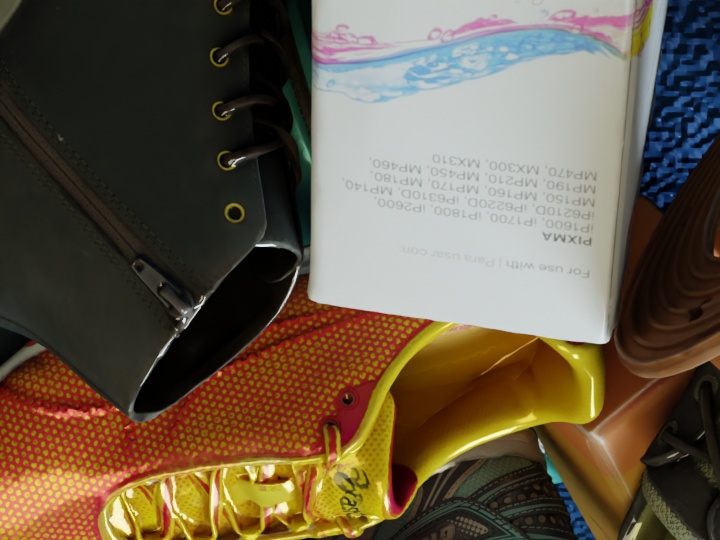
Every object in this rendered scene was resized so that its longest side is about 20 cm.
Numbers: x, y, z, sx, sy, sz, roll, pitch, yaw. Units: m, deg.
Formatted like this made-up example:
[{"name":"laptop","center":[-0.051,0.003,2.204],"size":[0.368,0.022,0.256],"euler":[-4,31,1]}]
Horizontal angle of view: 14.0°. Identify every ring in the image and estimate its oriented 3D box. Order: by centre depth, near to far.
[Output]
[{"name":"ring","center":[0.135,-0.049,0.727],"size":[0.019,0.201,0.200],"euler":[40,128,-8]}]

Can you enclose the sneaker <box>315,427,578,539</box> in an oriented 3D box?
[{"name":"sneaker","center":[0.003,0.134,0.872],"size":[0.077,0.086,0.200],"euler":[6,124,-33]}]

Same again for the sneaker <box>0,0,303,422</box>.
[{"name":"sneaker","center":[-0.034,-0.062,0.767],"size":[0.106,0.200,0.075],"euler":[35,-179,21]}]

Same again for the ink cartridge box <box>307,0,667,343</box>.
[{"name":"ink cartridge box","center":[0.039,-0.103,0.733],"size":[0.085,0.148,0.200],"euler":[9,132,6]}]

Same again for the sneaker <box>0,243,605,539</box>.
[{"name":"sneaker","center":[-0.030,0.042,0.787],"size":[0.200,0.077,0.073],"euler":[-24,135,-3]}]

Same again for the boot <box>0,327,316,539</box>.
[{"name":"boot","center":[-0.082,0.063,0.873],"size":[0.165,0.066,0.200],"euler":[-28,138,0]}]

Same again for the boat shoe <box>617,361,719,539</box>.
[{"name":"boat shoe","center":[0.108,0.062,0.789],"size":[0.066,0.072,0.201],"euler":[-10,135,-29]}]

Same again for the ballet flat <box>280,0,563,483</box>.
[{"name":"ballet flat","center":[0.000,0.000,0.887],"size":[0.070,0.067,0.200],"euler":[-20,125,24]}]

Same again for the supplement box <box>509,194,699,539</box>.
[{"name":"supplement box","center":[0.107,0.070,0.896],"size":[0.069,0.067,0.200],"euler":[-36,137,-7]}]
